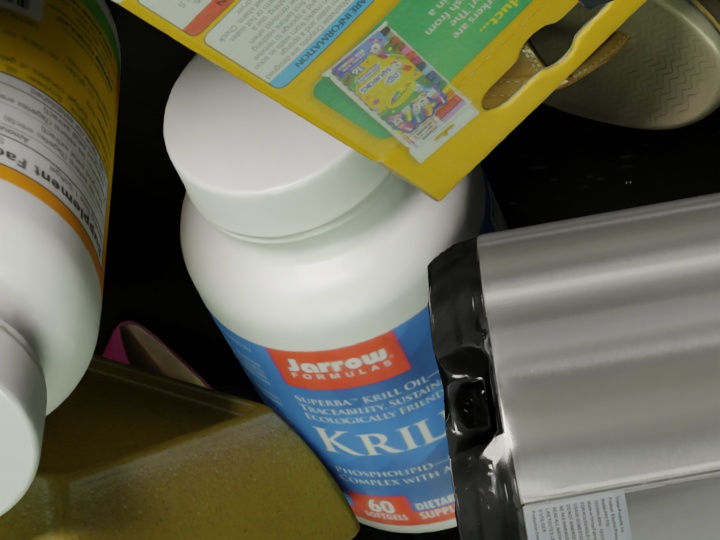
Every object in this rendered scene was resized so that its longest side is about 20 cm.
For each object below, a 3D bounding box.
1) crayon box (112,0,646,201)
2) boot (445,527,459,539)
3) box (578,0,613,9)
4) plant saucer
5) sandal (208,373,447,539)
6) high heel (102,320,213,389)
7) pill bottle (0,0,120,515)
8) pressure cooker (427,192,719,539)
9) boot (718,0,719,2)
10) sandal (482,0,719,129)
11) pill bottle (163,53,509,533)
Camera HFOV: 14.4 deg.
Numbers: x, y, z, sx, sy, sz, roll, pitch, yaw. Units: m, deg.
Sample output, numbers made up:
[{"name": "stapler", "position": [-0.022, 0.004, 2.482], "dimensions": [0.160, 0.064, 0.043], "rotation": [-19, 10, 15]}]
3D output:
[{"name": "crayon box", "position": [0.000, -0.111, 0.825], "dimensions": [0.126, 0.052, 0.200], "rotation": [-44, 140, 14]}, {"name": "boot", "position": [0.159, 0.125, 1.195], "dimensions": [0.199, 0.067, 0.175], "rotation": [7, -172, 39]}, {"name": "box", "position": [0.051, -0.194, 0.710], "dimensions": [0.104, 0.201, 0.148], "rotation": [-25, 136, 28]}, {"name": "plant saucer", "position": [-0.126, 0.065, 1.009], "dimensions": [0.199, 0.049, 0.200], "rotation": [14, -166, 26]}, {"name": "sandal", "position": [0.000, 0.123, 1.161], "dimensions": [0.201, 0.048, 0.075], "rotation": [47, 135, 5]}, {"name": "high heel", "position": [-0.036, 0.090, 1.104], "dimensions": [0.067, 0.199, 0.097], "rotation": [-11, 113, -39]}, {"name": "pill bottle", "position": [-0.138, -0.014, 0.930], "dimensions": [0.110, 0.201, 0.112], "rotation": [0, 133, 0]}, {"name": "pressure cooker", "position": [0.129, 0.062, 0.926], "dimensions": [0.199, 0.179, 0.176], "rotation": [-11, 141, 4]}, {"name": "boot", "position": [0.195, -0.107, 0.932], "dimensions": [0.199, 0.072, 0.155], "rotation": [35, 122, -14]}, {"name": "sandal", "position": [0.024, -0.085, 0.923], "dimensions": [0.199, 0.054, 0.080], "rotation": [21, 146, 0]}, {"name": "pill bottle", "position": [0.000, 0.000, 1.035], "dimensions": [0.112, 0.113, 0.200], "rotation": [-12, 141, 14]}]
